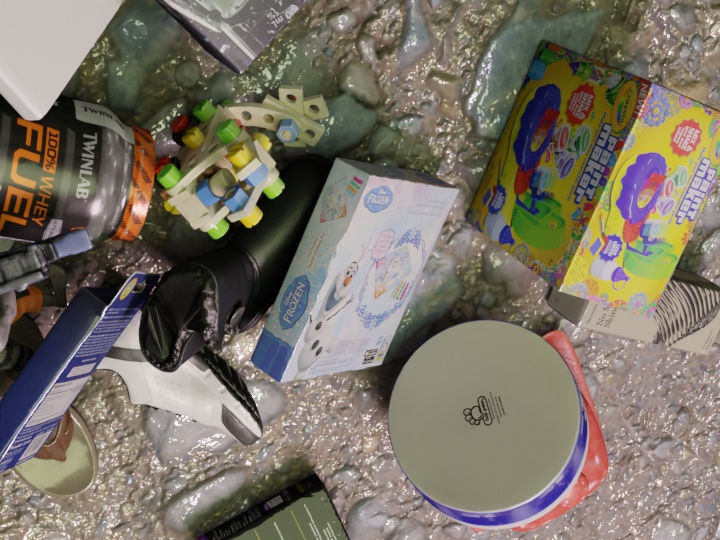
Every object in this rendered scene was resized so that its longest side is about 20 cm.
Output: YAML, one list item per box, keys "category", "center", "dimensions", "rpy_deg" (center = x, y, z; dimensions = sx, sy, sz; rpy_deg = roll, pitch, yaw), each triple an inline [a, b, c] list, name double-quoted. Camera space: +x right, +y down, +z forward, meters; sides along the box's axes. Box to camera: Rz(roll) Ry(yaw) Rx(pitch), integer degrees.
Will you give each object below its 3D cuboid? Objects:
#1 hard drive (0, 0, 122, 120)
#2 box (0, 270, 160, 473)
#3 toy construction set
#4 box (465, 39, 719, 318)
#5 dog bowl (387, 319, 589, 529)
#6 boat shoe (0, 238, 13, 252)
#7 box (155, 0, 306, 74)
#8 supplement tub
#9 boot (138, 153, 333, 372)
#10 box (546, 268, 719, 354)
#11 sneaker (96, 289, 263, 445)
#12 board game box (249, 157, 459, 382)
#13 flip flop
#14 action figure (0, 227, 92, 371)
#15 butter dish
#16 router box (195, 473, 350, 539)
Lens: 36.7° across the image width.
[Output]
- category: "hard drive"
  center: [-0.266, -0.226, 0.779]
  dimensions: [0.200, 0.026, 0.133]
  rpy_deg: [54, 51, -42]
- category: "box"
  center: [-0.245, 0.076, 0.909]
  dimensions: [0.032, 0.121, 0.201]
  rpy_deg: [36, 88, 1]
- category: "toy construction set"
  center: [-0.105, -0.104, 0.919]
  dimensions: [0.130, 0.200, 0.093]
  rpy_deg: [-26, 108, 29]
- category: "box"
  center: [0.228, -0.092, 1.051]
  dimensions: [0.121, 0.193, 0.202]
  rpy_deg: [15, 105, -28]
- category: "dog bowl"
  center: [0.130, 0.156, 1.105]
  dimensions: [0.200, 0.200, 0.079]
  rpy_deg: [-40, 153, -3]
- category: "boat shoe"
  center: [-0.389, -0.016, 0.886]
  dimensions: [0.198, 0.071, 0.070]
  rpy_deg: [-18, 119, -10]
- category: "box"
  center: [-0.112, -0.303, 0.853]
  dimensions: [0.200, 0.124, 0.196]
  rpy_deg: [-48, 124, 1]
- category: "supplement tub"
  center: [-0.274, -0.085, 0.873]
  dimensions: [0.198, 0.123, 0.124]
  rpy_deg: [8, 108, -26]
- category: "boot"
  center: [-0.100, -0.007, 0.946]
  dimensions: [0.076, 0.168, 0.201]
  rpy_deg: [38, 108, 7]
- category: "box"
  center: [0.314, 0.033, 1.216]
  dimensions: [0.198, 0.068, 0.083]
  rpy_deg: [11, 107, -28]
- category: "sneaker"
  center: [-0.174, 0.106, 1.036]
  dimensions: [0.080, 0.074, 0.200]
  rpy_deg: [-43, 113, 4]
- category: "board game box"
  center: [0.000, 0.000, 1.017]
  dimensions: [0.199, 0.043, 0.201]
  rpy_deg: [0, 118, -63]
- category: "flip flop"
  center: [-0.298, 0.131, 0.993]
  dimensions: [0.080, 0.058, 0.202]
  rpy_deg: [-19, 118, -15]
- category: "action figure"
  center: [-0.282, 0.040, 0.846]
  dimensions: [0.198, 0.193, 0.106]
  rpy_deg: [-19, 93, 5]
- category: "butter dish"
  center: [0.198, 0.205, 1.193]
  dimensions: [0.199, 0.148, 0.201]
  rpy_deg: [-31, 120, -9]
- category: "router box"
  center: [-0.066, 0.342, 1.156]
  dimensions: [0.148, 0.051, 0.202]
  rpy_deg: [-26, 100, -11]
